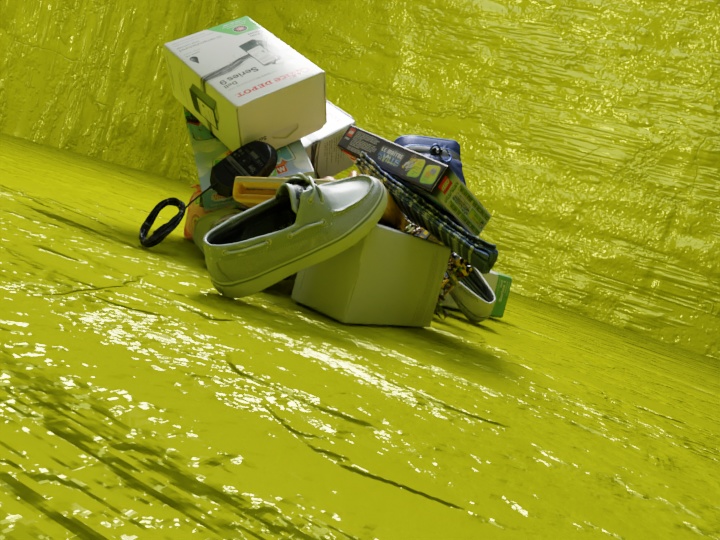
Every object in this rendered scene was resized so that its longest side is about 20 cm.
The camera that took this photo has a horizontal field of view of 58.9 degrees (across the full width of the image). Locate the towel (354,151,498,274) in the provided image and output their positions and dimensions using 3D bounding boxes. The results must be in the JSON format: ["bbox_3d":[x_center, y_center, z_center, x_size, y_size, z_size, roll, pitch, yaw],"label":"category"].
[{"bbox_3d":[0.083,-0.066,0.779,0.198,0.024,0.145,39,1,12],"label":"towel"}]

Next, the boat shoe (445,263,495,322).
[{"bbox_3d":[0.155,-0.010,1.054,0.200,0.073,0.067,48,-31,14],"label":"boat shoe"}]

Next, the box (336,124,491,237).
[{"bbox_3d":[0.062,-0.114,0.793,0.110,0.035,0.199,37,-1,-42],"label":"box"}]

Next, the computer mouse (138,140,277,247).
[{"bbox_3d":[-0.181,-0.089,0.771,0.059,0.198,0.034,45,-17,27],"label":"computer mouse"}]

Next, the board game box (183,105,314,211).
[{"bbox_3d":[-0.157,-0.171,0.881,0.147,0.037,0.203,-12,49,-14],"label":"board game box"}]

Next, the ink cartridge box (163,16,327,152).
[{"bbox_3d":[-0.156,-0.255,0.875,0.144,0.085,0.199,-30,54,-27],"label":"ink cartridge box"}]

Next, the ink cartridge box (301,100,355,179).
[{"bbox_3d":[-0.123,-0.192,0.988,0.198,0.085,0.144,-32,54,-30],"label":"ink cartridge box"}]

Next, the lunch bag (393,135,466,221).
[{"bbox_3d":[0.101,-0.147,1.115,0.132,0.136,0.201,4,-30,-17],"label":"lunch bag"}]

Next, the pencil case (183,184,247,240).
[{"bbox_3d":[-0.177,-0.071,0.995,0.196,0.090,0.087,15,5,-38],"label":"pencil case"}]

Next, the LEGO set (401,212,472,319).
[{"bbox_3d":[0.060,-0.020,0.944,0.200,0.116,0.154,43,-4,39],"label":"LEGO set"}]

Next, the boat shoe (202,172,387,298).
[{"bbox_3d":[-0.059,-0.049,0.608,0.198,0.073,0.070,-31,45,-18],"label":"boat shoe"}]

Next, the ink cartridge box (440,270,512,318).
[{"bbox_3d":[0.168,0.020,1.212,0.197,0.087,0.145,14,5,-39],"label":"ink cartridge box"}]

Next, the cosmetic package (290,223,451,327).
[{"bbox_3d":[0.020,0.002,0.743,0.083,0.111,0.198,19,4,34],"label":"cosmetic package"}]

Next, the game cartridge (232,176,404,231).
[{"bbox_3d":[-0.041,-0.075,0.786,0.171,0.033,0.200,4,-6,12],"label":"game cartridge"}]

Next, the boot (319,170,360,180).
[{"bbox_3d":[-0.018,-0.110,1.024,0.075,0.158,0.202,-4,-42,23],"label":"boot"}]

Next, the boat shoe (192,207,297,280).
[{"bbox_3d":[-0.150,-0.037,0.754,0.197,0.077,0.067,13,6,44],"label":"boat shoe"}]
